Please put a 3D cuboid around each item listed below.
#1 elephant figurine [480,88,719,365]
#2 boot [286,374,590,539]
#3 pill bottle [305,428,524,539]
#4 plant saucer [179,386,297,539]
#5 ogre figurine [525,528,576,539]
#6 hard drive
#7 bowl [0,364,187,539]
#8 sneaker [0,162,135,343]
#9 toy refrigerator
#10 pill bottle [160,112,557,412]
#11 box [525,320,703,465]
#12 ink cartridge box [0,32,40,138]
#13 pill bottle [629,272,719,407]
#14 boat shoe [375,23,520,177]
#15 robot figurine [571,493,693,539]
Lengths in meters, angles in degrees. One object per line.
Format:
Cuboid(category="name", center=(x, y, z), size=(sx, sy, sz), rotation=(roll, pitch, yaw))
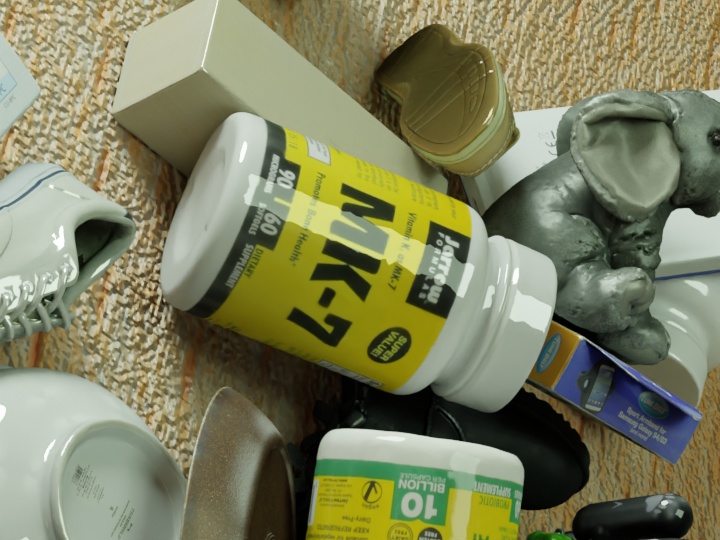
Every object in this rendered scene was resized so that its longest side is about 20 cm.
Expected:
Cuboid(category="elephant figurine", center=(0.166, -0.056, 1.677), size=(0.155, 0.141, 0.201), rotation=(31, 86, -41))
Cuboid(category="boot", center=(0.045, 0.127, 1.625), size=(0.198, 0.073, 0.163), rotation=(37, 43, -24))
Cuboid(category="pill bottle", center=(0.021, 0.191, 1.477), size=(0.112, 0.112, 0.201), rotation=(17, 78, -46))
Cuboid(category="plant saucer", center=(-0.060, 0.160, 1.420), size=(0.200, 0.032, 0.202), rotation=(3, 90, -81))
Cuboid(category="ogre figurine", center=(0.150, 0.241, 1.677), size=(0.120, 0.098, 0.201), rotation=(-23, 87, -48))
Cuboid(category="hard drive", center=(0.168, -0.051, 1.793), size=(0.199, 0.025, 0.132), rotation=(-7, 55, -16))
Cuboid(category="bowl", center=(-0.143, 0.130, 1.376), size=(0.201, 0.090, 0.202), rotation=(28, 52, -41))
Cuboid(category="sneaker", center=(-0.177, 0.006, 1.394), size=(0.200, 0.070, 0.073), rotation=(-52, 153, -50))
Cuboid(category="toy refrigerator", center=(-0.043, -0.072, 1.616), size=(0.200, 0.076, 0.070), rotation=(38, 46, -33))
Cuboid(category="pill bottle", center=(0.000, 0.000, 1.548), size=(0.199, 0.114, 0.115), rotation=(22, 53, -16))
Cuboid(category="box", center=(0.113, 0.053, 1.662), size=(0.119, 0.200, 0.042), rotation=(31, 90, -38))
Cuboid(category="ink cartridge box", center=(-0.262, -0.122, 1.392), size=(0.201, 0.047, 0.160), rotation=(57, 38, -18))
Cuboid(category="pill bottle", center=(0.199, 0.003, 1.848), size=(0.111, 0.111, 0.201), rotation=(45, 42, -27))
Cuboid(category="boat shoe", center=(0.064, -0.095, 1.699), size=(0.066, 0.074, 0.200), rotation=(48, 8, -20))
Cuboid(category="robot figurine", center=(0.137, 0.209, 1.521), size=(0.150, 0.199, 0.125), rotation=(-36, 107, -40))
